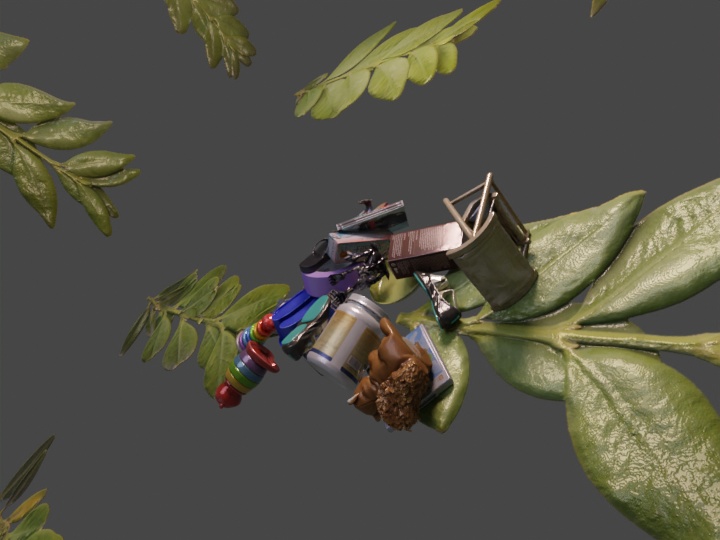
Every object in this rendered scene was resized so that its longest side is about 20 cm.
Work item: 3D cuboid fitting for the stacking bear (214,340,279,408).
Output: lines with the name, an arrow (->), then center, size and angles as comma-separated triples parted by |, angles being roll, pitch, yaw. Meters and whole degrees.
stacking bear -> -0.350, 0.319, 1.719 | 0.201, 0.113, 0.121 | -50, 30, 3

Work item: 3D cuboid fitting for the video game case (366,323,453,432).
video game case -> 0.105, 0.239, 1.323 | 0.181, 0.022, 0.201 | -41, 31, 11

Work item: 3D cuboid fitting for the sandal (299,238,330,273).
sandal -> -0.111, -0.056, 1.696 | 0.074, 0.044, 0.200 | -2, 25, 24

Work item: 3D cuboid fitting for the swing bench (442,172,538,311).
swing bench -> 0.286, -0.059, 1.267 | 0.128, 0.199, 0.203 | -27, 36, 27

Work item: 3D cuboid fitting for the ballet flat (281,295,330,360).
ballet flat -> -0.129, 0.151, 1.484 | 0.067, 0.069, 0.200 | -9, 31, 44

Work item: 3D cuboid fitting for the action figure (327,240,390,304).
action figure -> 0.000, 0.000, 1.545 | 0.198, 0.121, 0.101 | -32, 14, -33

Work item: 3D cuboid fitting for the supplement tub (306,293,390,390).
supplement tub -> -0.026, 0.175, 1.439 | 0.143, 0.144, 0.202 | 11, 62, 54

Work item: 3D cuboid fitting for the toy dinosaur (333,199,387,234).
toy dinosaur -> 0.019, -0.124, 1.800 | 0.104, 0.195, 0.187 | 2, 93, 63

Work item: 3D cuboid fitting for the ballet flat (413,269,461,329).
ballet flat -> 0.190, 0.059, 1.392 | 0.067, 0.068, 0.202 | -30, 43, 7

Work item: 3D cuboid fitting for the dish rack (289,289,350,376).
dish rack -> -0.084, 0.158, 1.556 | 0.153, 0.055, 0.200 | 40, 76, 18

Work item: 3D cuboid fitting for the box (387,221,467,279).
box -> 0.173, -0.052, 1.475 | 0.196, 0.076, 0.102 | -11, 44, 23

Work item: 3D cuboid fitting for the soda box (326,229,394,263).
soda box -> 0.007, -0.069, 1.633 | 0.068, 0.196, 0.065 | 44, 132, 50

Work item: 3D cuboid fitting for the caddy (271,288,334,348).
caddy -> -0.158, 0.143, 1.673 | 0.198, 0.106, 0.141 | -37, 32, -15

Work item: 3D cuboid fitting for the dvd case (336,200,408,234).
dvd case -> 0.039, -0.129, 1.665 | 0.195, 0.146, 0.022 | -19, 69, 4

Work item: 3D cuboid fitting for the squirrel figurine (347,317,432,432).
squirrel figurine -> 0.058, 0.244, 1.231 | 0.187, 0.141, 0.201 | -47, 28, 11

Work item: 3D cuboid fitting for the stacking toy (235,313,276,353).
stacking toy -> -0.306, 0.191, 1.781 | 0.199, 0.084, 0.087 | -38, 28, 43

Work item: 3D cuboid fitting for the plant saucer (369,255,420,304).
plant saucer -> 0.110, 0.014, 1.566 | 0.198, 0.031, 0.203 | -31, 35, 24

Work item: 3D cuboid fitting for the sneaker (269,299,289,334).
sneaker -> -0.217, 0.113, 1.806 | 0.198, 0.075, 0.086 | -32, 46, 23

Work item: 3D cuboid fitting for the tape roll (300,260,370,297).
tape roll -> -0.070, 0.003, 1.679 | 0.195, 0.067, 0.201 | -10, 24, 4

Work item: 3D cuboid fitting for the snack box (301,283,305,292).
snack box -> -0.143, 0.025, 1.872 | 0.071, 0.024, 0.203 | -20, 40, 38
